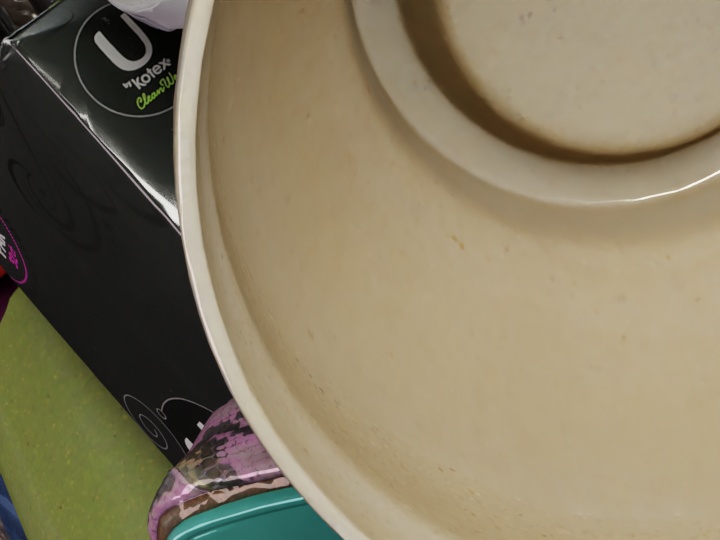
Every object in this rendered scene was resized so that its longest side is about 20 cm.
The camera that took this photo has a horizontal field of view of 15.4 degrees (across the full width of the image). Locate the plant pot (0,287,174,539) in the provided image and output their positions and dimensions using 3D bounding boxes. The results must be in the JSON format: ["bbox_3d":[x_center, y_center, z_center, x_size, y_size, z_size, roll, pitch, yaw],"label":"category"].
[{"bbox_3d":[-0.040,0.081,0.924,0.190,0.200,0.200,54,163,25],"label":"plant pot"}]

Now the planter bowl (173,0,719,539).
[{"bbox_3d":[0.060,-0.044,0.493,0.201,0.200,0.135,58,-176,-22],"label":"planter bowl"}]

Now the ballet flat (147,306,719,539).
[{"bbox_3d":[0.042,0.034,0.603,0.199,0.071,0.069,-10,136,30],"label":"ballet flat"}]

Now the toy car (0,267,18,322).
[{"bbox_3d":[-0.148,-0.006,1.028,0.149,0.175,0.200,-5,129,26],"label":"toy car"}]

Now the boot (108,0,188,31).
[{"bbox_3d":[0.012,-0.136,0.561,0.074,0.095,0.200,58,137,27],"label":"boot"}]

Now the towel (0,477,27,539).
[{"bbox_3d":[-0.164,0.109,1.380,0.112,0.049,0.200,32,153,38],"label":"towel"}]

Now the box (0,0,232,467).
[{"bbox_3d":[0.000,0.000,0.749,0.200,0.124,0.149,49,158,4],"label":"box"}]
